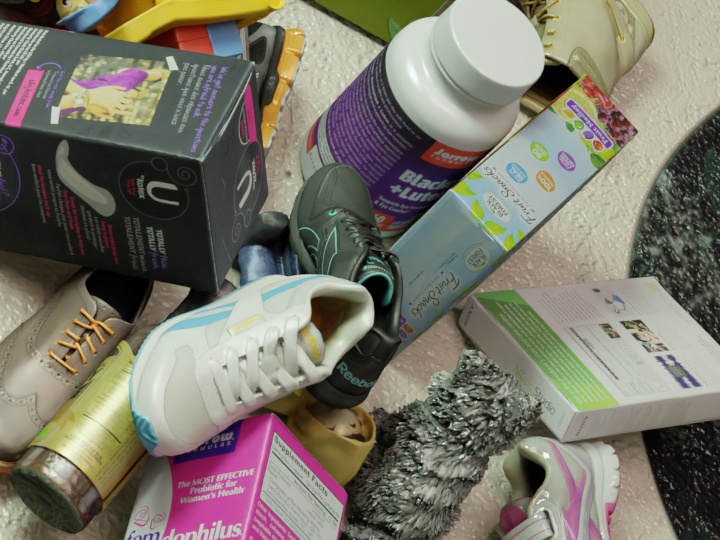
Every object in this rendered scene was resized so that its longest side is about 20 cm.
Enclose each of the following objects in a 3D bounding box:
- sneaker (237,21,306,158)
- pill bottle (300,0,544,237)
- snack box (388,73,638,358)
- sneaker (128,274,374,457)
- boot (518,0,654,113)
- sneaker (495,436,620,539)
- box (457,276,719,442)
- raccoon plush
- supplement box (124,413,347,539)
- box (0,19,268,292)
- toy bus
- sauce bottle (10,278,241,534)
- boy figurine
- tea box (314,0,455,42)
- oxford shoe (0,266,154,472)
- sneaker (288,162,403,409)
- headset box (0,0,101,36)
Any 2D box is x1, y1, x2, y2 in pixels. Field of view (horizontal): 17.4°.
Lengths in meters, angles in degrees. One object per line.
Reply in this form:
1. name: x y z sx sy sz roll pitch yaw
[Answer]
1. sneaker: -0.099 -0.111 1.742 0.077 0.078 0.200 21 47 -7
2. pill bottle: 0.049 -0.118 1.757 0.111 0.200 0.112 18 52 -25
3. snack box: 0.096 -0.040 1.764 0.068 0.169 0.200 48 47 3
4. sneaker: -0.071 0.054 1.510 0.200 0.081 0.077 -38 116 -45
5. boot: 0.151 -0.220 1.988 0.200 0.073 0.155 45 43 -11
6. sneaker: 0.140 0.205 1.706 0.088 0.081 0.200 18 45 -25
7. box: 0.192 0.066 1.823 0.200 0.036 0.144 -3 39 -39
8. raccoon plush: 0.057 0.151 1.634 0.097 0.134 0.200 28 49 -21
9. supplement box: -0.089 0.204 1.496 0.103 0.101 0.200 52 37 -37
10. box: -0.173 -0.078 1.564 0.200 0.122 0.106 12 46 15
11. toy bus: -0.155 -0.194 1.622 0.200 0.136 0.192 -12 88 -38
12. sauce bottle: -0.145 0.082 1.534 0.065 0.065 0.200 44 57 -5
13. boy figurine: -0.044 0.057 1.673 0.124 0.064 0.200 7 55 -36
14. tea box: 0.017 -0.317 1.910 0.197 0.134 0.200 27 48 -20
15. oxford shoe: -0.197 0.050 1.557 0.071 0.073 0.200 38 47 -9
16. sneaker: 0.000 0.000 1.647 0.075 0.079 0.200 18 49 -28
17. headset box: -0.252 -0.218 1.689 0.200 0.075 0.149 -2 64 -37
